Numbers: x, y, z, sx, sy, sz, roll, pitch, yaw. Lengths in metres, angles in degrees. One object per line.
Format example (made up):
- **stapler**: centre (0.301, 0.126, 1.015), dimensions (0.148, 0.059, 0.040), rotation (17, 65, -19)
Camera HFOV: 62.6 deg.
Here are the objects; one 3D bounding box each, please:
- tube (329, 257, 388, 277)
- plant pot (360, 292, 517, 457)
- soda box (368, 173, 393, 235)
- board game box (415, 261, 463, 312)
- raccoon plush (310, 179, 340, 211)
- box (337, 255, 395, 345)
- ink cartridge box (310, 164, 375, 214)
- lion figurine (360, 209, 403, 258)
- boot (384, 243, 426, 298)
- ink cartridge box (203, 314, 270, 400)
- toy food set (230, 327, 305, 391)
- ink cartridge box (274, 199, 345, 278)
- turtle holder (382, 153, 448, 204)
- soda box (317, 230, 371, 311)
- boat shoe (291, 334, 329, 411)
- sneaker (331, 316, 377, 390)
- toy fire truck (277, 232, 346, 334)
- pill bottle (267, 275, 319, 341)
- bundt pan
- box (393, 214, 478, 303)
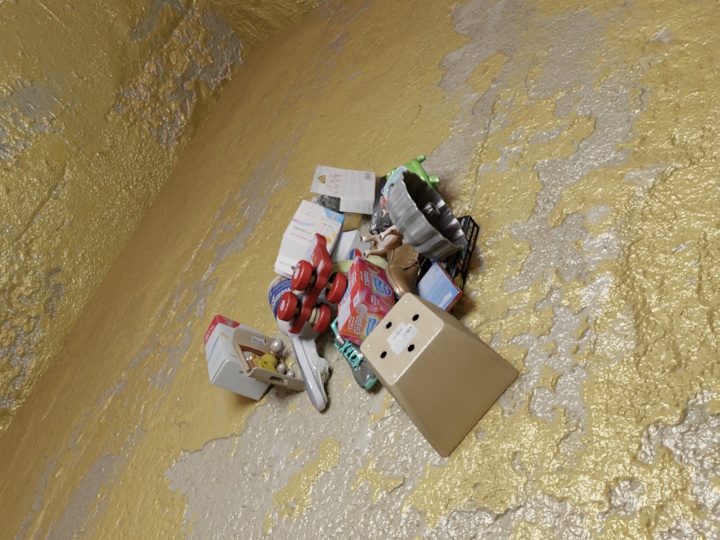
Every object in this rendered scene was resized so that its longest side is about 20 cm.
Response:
- **tube**: centre (0.000, 0.000, 1.416), dimensions (0.195, 0.052, 0.060), rotation (-6, 83, 2)
- **plant pot**: centre (0.117, 0.161, 1.051), dimensions (0.200, 0.177, 0.200), rotation (-47, 32, 0)
- **soda box**: centre (0.080, -0.166, 1.534), dimensions (0.070, 0.063, 0.203), rotation (-20, 43, 35)
- **board game box**: centre (0.121, 0.090, 1.207), dimensions (0.201, 0.019, 0.104), rotation (-53, 38, 19)
- **raccoon plush**: centre (-0.085, -0.181, 1.725), dimensions (0.135, 0.096, 0.200), rotation (-54, 33, 4)
- **box**: centre (0.012, 0.068, 1.293), dimensions (0.101, 0.094, 0.201), rotation (-57, 17, 23)
- **ink cartridge box**: centre (-0.045, -0.225, 1.629), dimensions (0.172, 0.046, 0.201), rotation (7, 31, -1)
- **lion figurine**: centre (0.074, -0.082, 1.346), dimensions (0.200, 0.120, 0.074), rotation (-37, 65, 57)
- **boot**: centre (0.099, -0.004, 1.235), dimensions (0.075, 0.074, 0.201), rotation (-34, 24, 19)
- **ink cartridge box**: centre (-0.312, 0.219, 1.506), dimensions (0.084, 0.144, 0.201), rotation (-54, 31, 14)
- **toy food set**: centre (-0.218, 0.206, 1.414), dimensions (0.061, 0.142, 0.200), rotation (-62, 32, 8)
- **ink cartridge box**: centre (-0.133, -0.062, 1.539), dimensions (0.202, 0.126, 0.127), rotation (-71, 1, -51)
- **turtle holder**: centre (0.118, -0.200, 1.429), dimensions (0.130, 0.141, 0.188), rotation (-28, 68, 5)
- **soda box**: centre (-0.043, 0.000, 1.501), dimensions (0.063, 0.068, 0.203), rotation (-7, 51, 44)
- **boat shoe**: centre (-0.102, 0.222, 1.341), dimensions (0.064, 0.074, 0.202), rotation (-15, 50, -13)
- **sneaker**: centre (-0.018, 0.172, 1.268), dimensions (0.078, 0.090, 0.201), rotation (-51, 31, 17)
- **toy fire truck**: centre (-0.119, 0.035, 1.357), dimensions (0.203, 0.110, 0.169), rotation (-62, 24, 22)
- **pill bottle**: centre (-0.166, 0.100, 1.502), dimensions (0.111, 0.111, 0.201), rotation (-44, 33, 5)
- **bundt pan**: centre (0.127, -0.104, 1.217), dimensions (0.076, 0.200, 0.204), rotation (-40, 33, 24)
- **box**: centre (0.165, -0.018, 1.299), dimensions (0.157, 0.046, 0.203), rotation (-12, 48, 42)
